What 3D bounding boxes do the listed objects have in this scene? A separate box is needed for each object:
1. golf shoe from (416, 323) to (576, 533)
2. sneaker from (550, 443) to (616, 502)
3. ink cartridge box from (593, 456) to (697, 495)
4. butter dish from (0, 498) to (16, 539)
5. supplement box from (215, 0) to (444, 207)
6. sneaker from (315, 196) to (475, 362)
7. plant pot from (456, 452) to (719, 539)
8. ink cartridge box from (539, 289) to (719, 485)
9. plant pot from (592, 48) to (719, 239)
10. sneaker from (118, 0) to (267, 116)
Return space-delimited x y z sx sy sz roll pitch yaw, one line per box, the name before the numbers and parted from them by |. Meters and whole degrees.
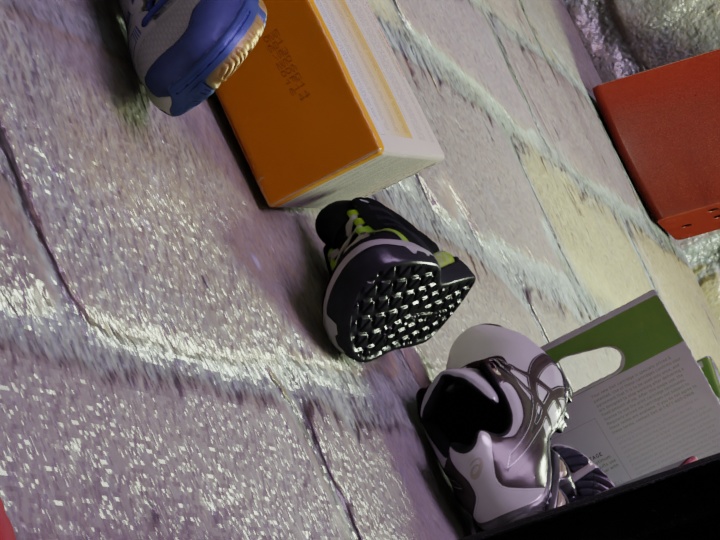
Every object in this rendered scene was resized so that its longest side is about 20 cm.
golf shoe | 0.075 0.075 1.722 0.095 0.078 0.200 55 11 -30
sneaker | 0.138 0.190 1.813 0.200 0.077 0.080 64 -10 -23
ink cartridge box | 0.178 0.229 1.691 0.146 0.083 0.200 -33 97 -55
butter dish | -0.145 0.112 0.442 0.200 0.148 0.200 -10 68 -35
supplement box | -0.027 -0.104 1.670 0.126 0.073 0.200 64 11 5
sneaker | 0.000 0.000 1.631 0.083 0.072 0.200 41 5 12
plant pot | 0.138 0.232 1.381 0.200 0.199 0.178 -105 176 -47
ink cartridge box | 0.164 0.102 1.879 0.200 0.148 0.076 58 11 -26
plant pot | 0.414 -0.146 3.584 0.200 0.200 0.177 30 45 -71
sneaker | -0.104 -0.147 1.459 0.088 0.075 0.200 44 11 -26
